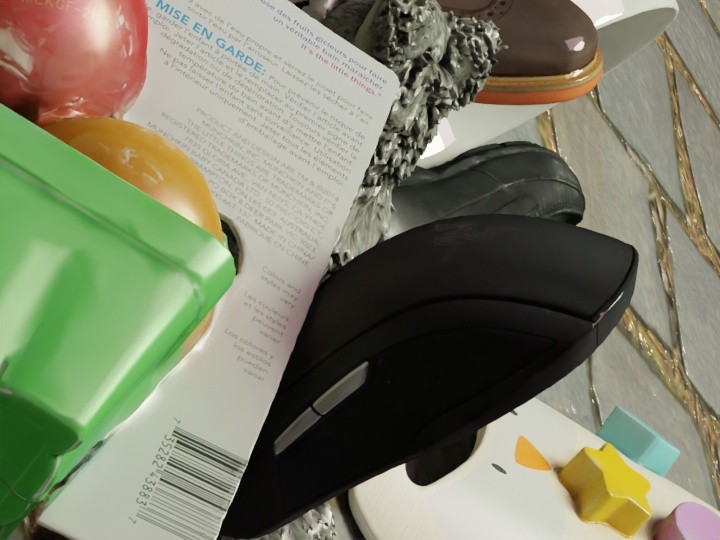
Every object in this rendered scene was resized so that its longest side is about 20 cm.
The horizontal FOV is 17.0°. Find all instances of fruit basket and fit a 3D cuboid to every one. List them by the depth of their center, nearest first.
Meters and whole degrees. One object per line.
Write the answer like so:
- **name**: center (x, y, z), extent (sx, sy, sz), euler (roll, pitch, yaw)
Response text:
- **fruit basket**: center (-0.093, -0.034, 0.607), extent (0.185, 0.094, 0.200), euler (31, 39, -10)

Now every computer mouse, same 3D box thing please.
- **computer mouse**: center (-0.026, 0.046, 0.622), extent (0.046, 0.199, 0.141), euler (54, 32, -12)

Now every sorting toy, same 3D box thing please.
- **sorting toy**: center (0.070, 0.103, 0.935), extent (0.180, 0.107, 0.200), euler (39, 31, -15)

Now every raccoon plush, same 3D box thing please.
- **raccoon plush**: center (0.000, 0.000, 0.783), extent (0.201, 0.133, 0.097), euler (67, 22, -2)

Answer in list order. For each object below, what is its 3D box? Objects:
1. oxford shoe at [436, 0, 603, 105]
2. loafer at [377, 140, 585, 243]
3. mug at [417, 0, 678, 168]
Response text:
- **oxford shoe**: center (-0.003, -0.120, 0.830), extent (0.199, 0.073, 0.071), euler (26, 36, 8)
- **loafer**: center (0.038, -0.008, 0.960), extent (0.200, 0.068, 0.071), euler (-12, 72, -60)
- **mug**: center (0.043, -0.154, 0.962), extent (0.199, 0.148, 0.176), euler (-25, 83, -24)
